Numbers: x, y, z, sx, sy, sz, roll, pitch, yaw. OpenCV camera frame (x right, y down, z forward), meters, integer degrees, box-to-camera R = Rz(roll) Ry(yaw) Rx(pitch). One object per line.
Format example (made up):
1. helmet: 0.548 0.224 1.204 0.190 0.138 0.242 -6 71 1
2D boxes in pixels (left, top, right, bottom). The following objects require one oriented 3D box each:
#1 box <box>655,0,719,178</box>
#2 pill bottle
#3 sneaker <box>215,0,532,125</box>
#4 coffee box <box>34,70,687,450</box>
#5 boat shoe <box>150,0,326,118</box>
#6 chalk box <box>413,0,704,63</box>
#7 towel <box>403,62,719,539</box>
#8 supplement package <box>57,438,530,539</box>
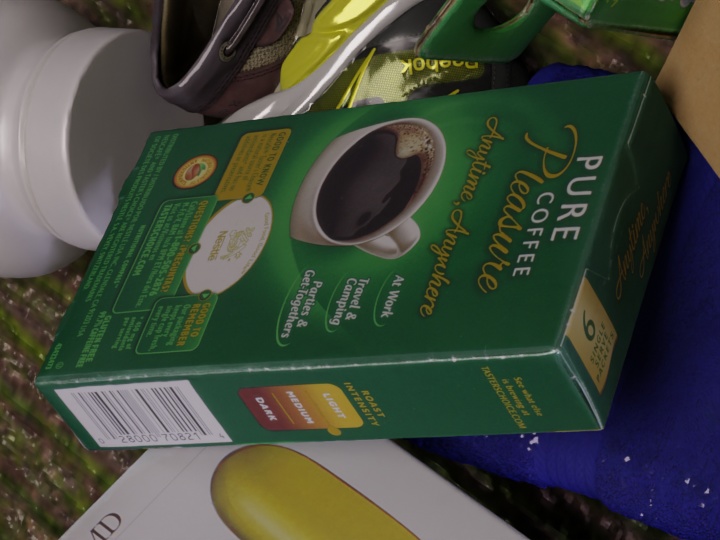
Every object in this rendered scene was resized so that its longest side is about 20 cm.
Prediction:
1. box: 0.167 -0.058 0.779 0.200 0.021 0.164 60 137 42
2. pill bottle: -0.165 -0.054 1.074 0.199 0.112 0.113 4 94 36
3. sneaker: -0.014 -0.025 0.991 0.085 0.074 0.200 50 118 22
4. coffee box: 0.000 0.000 0.883 0.199 0.044 0.123 -6 45 30
5. boat shoe: -0.037 -0.153 1.008 0.072 0.065 0.201 18 101 36
6. chalk box: 0.084 -0.152 0.887 0.124 0.124 0.201 36 112 29
7. towel: 0.113 0.015 0.883 0.199 0.049 0.148 16 78 44
8. supplement package: -0.002 0.162 0.908 0.200 0.151 0.152 34 70 30
